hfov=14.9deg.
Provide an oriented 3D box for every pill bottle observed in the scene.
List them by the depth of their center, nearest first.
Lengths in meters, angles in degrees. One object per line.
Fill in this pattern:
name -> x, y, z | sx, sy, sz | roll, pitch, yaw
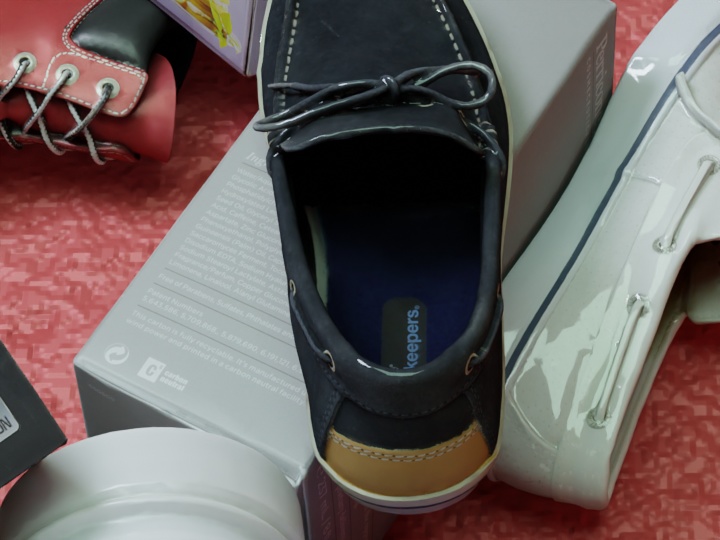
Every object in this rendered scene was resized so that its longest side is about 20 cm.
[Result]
pill bottle -> -0.048, 0.142, 0.685 | 0.112, 0.112, 0.200 | -6, 47, -1

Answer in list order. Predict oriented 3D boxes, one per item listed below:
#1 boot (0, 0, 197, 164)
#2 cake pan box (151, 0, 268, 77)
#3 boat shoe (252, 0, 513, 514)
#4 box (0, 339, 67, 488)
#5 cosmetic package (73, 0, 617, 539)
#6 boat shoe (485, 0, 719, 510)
boot -> -0.144, -0.055, 0.908 | 0.144, 0.073, 0.200 | 27, 43, 18
cake pan box -> -0.026, -0.166, 0.987 | 0.200, 0.052, 0.184 | -27, 56, -34
boat shoe -> 0.008, -0.030, 0.775 | 0.074, 0.062, 0.201 | -4, 54, 0
box -> -0.175, 0.081, 0.756 | 0.158, 0.200, 0.050 | -35, 93, -20
cosmetic package -> 0.000, 0.000, 0.855 | 0.090, 0.107, 0.200 | 26, 61, 19
boat shoe -> 0.107, -0.008, 0.872 | 0.086, 0.075, 0.202 | 23, 60, 20
